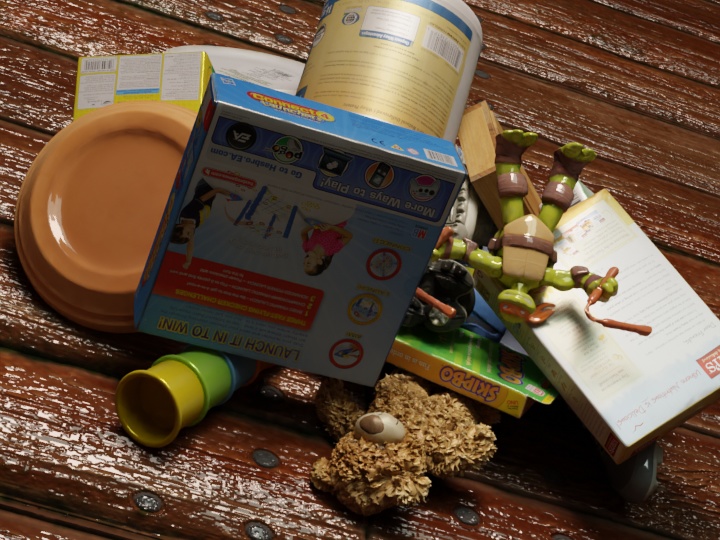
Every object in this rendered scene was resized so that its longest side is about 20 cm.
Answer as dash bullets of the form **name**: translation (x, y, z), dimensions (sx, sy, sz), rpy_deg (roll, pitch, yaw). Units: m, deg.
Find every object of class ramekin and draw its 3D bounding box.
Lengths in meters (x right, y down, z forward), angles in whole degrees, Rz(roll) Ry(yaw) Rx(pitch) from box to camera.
- **ramekin**: translation (-0.111, -0.137, 1.529), dimensions (0.199, 0.106, 0.200), rpy_deg (9, 17, -3)

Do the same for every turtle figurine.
- **turtle figurine**: translation (0.142, -0.022, 1.324), dimensions (0.199, 0.162, 0.064), rpy_deg (11, -13, 6)

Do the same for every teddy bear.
- **teddy bear**: translation (0.038, 0.120, 1.313), dimensions (0.145, 0.067, 0.199), rpy_deg (39, 33, 29)

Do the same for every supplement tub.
- **supplement tub**: translation (0.015, -0.136, 1.418), dimensions (0.144, 0.145, 0.201), rpy_deg (19, 68, -6)

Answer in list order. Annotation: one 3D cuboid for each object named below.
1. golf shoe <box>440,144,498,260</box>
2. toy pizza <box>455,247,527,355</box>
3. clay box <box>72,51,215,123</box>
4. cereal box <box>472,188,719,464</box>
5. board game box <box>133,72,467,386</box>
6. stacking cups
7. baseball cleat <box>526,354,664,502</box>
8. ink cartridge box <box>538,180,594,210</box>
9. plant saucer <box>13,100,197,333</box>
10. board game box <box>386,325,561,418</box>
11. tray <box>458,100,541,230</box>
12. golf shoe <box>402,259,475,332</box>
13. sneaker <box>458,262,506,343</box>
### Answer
- **golf shoe**: translation (0.096, -0.051, 1.477), dimensions (0.097, 0.078, 0.200), rpy_deg (38, 22, -15)
- **toy pizza**: translation (0.157, 0.036, 1.554), dimensions (0.199, 0.032, 0.201), rpy_deg (18, 35, -13)
- **clay box**: translation (-0.185, -0.083, 1.395), dimensions (0.114, 0.048, 0.201), rpy_deg (-1, 70, 8)
- **cereal box**: translation (0.205, 0.043, 1.356), dimensions (0.143, 0.040, 0.200), rpy_deg (-27, 66, -23)
- **board game box**: translation (-0.049, -0.026, 1.254), dimensions (0.199, 0.197, 0.056), rpy_deg (15, 26, -17)
- **stacking cups**: translation (-0.112, 0.078, 1.301), dimensions (0.060, 0.061, 0.200), rpy_deg (32, 26, 17)
- **baseball cleat**: translation (0.192, 0.115, 1.414), dimensions (0.106, 0.070, 0.201), rpy_deg (13, 35, -16)
- **ink cartridge box**: translation (0.246, 0.017, 1.506), dimensions (0.200, 0.050, 0.162), rpy_deg (24, 34, -59)
- **plant saucer**: translation (-0.185, -0.050, 1.336), dimensions (0.199, 0.037, 0.202), rpy_deg (-2, 68, 6)
- **board game box**: translation (0.072, 0.069, 1.374), dimensions (0.199, 0.030, 0.095), rpy_deg (20, 17, 16)
- **tray**: translation (0.146, -0.046, 1.484), dimensions (0.200, 0.037, 0.099), rpy_deg (55, 15, -37)
- **golf shoe**: translation (0.000, 0.000, 1.385), dimensions (0.199, 0.078, 0.088), rpy_deg (24, 0, 7)
- **sneaker**: translation (0.033, 0.025, 1.462), dimensions (0.199, 0.079, 0.066), rpy_deg (14, -12, 16)
